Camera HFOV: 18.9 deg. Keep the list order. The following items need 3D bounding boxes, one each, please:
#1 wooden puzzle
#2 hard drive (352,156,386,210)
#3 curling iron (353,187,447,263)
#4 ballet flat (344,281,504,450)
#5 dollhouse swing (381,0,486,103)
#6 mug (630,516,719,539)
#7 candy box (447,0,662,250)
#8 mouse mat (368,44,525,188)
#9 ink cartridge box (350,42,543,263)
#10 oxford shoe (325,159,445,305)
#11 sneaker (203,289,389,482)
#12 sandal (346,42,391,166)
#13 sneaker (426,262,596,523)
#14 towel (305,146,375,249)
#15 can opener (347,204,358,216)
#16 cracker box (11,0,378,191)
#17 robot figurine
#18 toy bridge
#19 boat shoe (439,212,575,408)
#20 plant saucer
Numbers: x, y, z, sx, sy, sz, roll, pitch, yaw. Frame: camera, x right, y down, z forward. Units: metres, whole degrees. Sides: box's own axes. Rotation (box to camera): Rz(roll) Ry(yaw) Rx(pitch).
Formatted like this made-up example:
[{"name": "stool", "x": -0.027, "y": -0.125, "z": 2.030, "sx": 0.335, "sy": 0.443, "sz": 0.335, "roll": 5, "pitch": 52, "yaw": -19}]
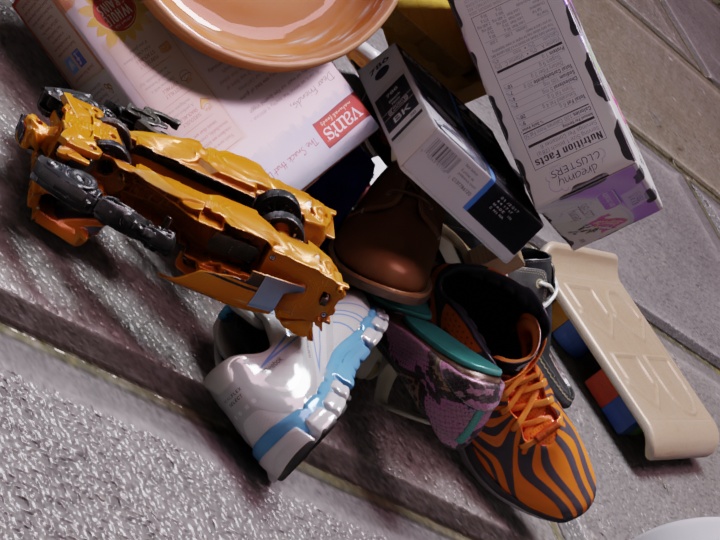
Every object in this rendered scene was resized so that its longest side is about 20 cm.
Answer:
[{"name": "wooden puzzle", "x": 0.223, "y": 0.076, "z": 1.861, "sx": 0.201, "sy": 0.046, "sz": 0.185, "roll": 62, "pitch": 22, "yaw": 16}, {"name": "hard drive", "x": 0.047, "y": 0.008, "z": 1.602, "sx": 0.201, "sy": 0.027, "sz": 0.132, "roll": 53, "pitch": 19, "yaw": 4}, {"name": "curling iron", "x": -0.006, "y": -0.063, "z": 1.533, "sx": 0.200, "sy": 0.026, "sz": 0.050, "roll": 47, "pitch": 21, "yaw": -13}, {"name": "ballet flat", "x": 0.023, "y": 0.050, "z": 1.381, "sx": 0.069, "sy": 0.072, "sz": 0.200, "roll": 19, "pitch": 16, "yaw": -36}, {"name": "dollhouse swing", "x": -0.048, "y": -0.175, "z": 1.494, "sx": 0.200, "sy": 0.175, "sz": 0.183, "roll": 37, "pitch": 26, "yaw": -36}, {"name": "mug", "x": 0.230, "y": 0.288, "z": 1.369, "sx": 0.176, "sy": 0.146, "sz": 0.201, "roll": -94, "pitch": 172, "yaw": -50}, {"name": "candy box", "x": 0.117, "y": -0.127, "z": 1.387, "sx": 0.168, "sy": 0.071, "sz": 0.202, "roll": 31, "pitch": 35, "yaw": -75}, {"name": "mouse mat", "x": 0.061, "y": -0.120, "z": 1.754, "sx": 0.200, "sy": 0.008, "sz": 0.161, "roll": 41, "pitch": -5, "yaw": 13}, {"name": "ink cartridge box", "x": 0.052, "y": -0.085, "z": 1.383, "sx": 0.099, "sy": 0.039, "sz": 0.200, "roll": 40, "pitch": 12, "yaw": -24}, {"name": "oxford shoe", "x": 0.023, "y": -0.034, "z": 1.392, "sx": 0.071, "sy": 0.072, "sz": 0.200, "roll": 21, "pitch": 21, "yaw": -3}, {"name": "sneaker", "x": -0.042, "y": 0.042, "z": 1.273, "sx": 0.087, "sy": 0.075, "sz": 0.200, "roll": 43, "pitch": 20, "yaw": -6}, {"name": "sandal", "x": 0.022, "y": -0.114, "z": 1.711, "sx": 0.079, "sy": 0.059, "sz": 0.207, "roll": 39, "pitch": -5, "yaw": 36}, {"name": "sneaker", "x": 0.100, "y": 0.082, "z": 1.431, "sx": 0.201, "sy": 0.077, "sz": 0.112, "roll": 52, "pitch": -20, "yaw": -5}, {"name": "towel", "x": -0.081, "y": -0.100, "z": 1.408, "sx": 0.200, "sy": 0.049, "sz": 0.148, "roll": 45, "pitch": 38, "yaw": -11}, {"name": "can opener", "x": 0.000, "y": 0.000, "z": 1.499, "sx": 0.067, "sy": 0.053, "sz": 0.201, "roll": -38, "pitch": 90, "yaw": -39}, {"name": "cracker box", "x": -0.100, "y": -0.125, "z": 1.336, "sx": 0.134, "sy": 0.058, "sz": 0.201, "roll": -39, "pitch": 94, "yaw": -30}, {"name": "robot figurine", "x": -0.105, "y": -0.035, "z": 1.216, "sx": 0.199, "sy": 0.059, "sz": 0.145, "roll": 23, "pitch": 24, "yaw": -16}, {"name": "toy bridge", "x": 0.058, "y": -0.072, "z": 1.520, "sx": 0.027, "sy": 0.067, "sz": 0.201, "roll": 45, "pitch": 25, "yaw": -54}, {"name": "boat shoe", "x": 0.113, "y": 0.016, "z": 1.565, "sx": 0.201, "sy": 0.067, "sz": 0.072, "roll": 63, "pitch": 11, "yaw": -15}, {"name": "plant saucer", "x": -0.063, "y": -0.215, "z": 1.319, "sx": 0.198, "sy": 0.037, "sz": 0.202, "roll": 6, "pitch": 76, "yaw": -22}]
